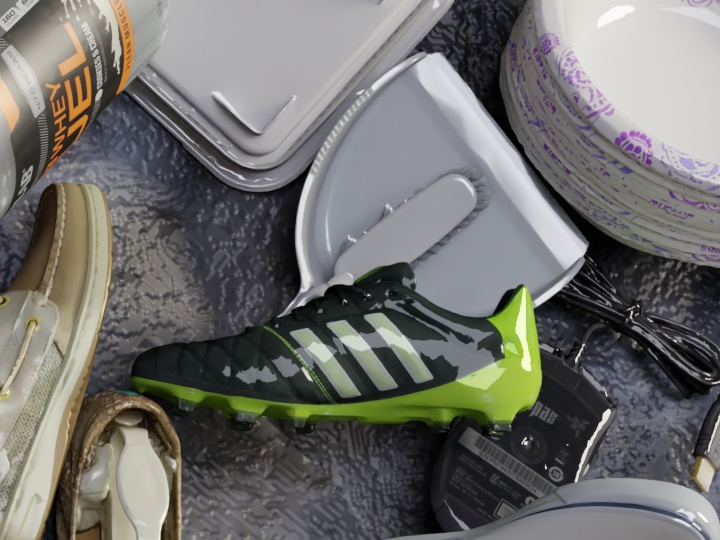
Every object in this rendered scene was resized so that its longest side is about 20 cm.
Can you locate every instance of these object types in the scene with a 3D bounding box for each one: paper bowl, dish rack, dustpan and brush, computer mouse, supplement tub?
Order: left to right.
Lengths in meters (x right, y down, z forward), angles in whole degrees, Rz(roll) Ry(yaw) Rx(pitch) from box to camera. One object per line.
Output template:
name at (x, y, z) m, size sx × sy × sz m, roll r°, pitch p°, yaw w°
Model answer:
supplement tub at (-0.183, -0.093, 1.250) m, size 0.123 × 0.123 × 0.200 m, roll 42°, pitch 47°, yaw -5°
dish rack at (-0.066, -0.157, 1.353) m, size 0.200 × 0.044 × 0.172 m, roll 42°, pitch 89°, yaw -3°
dustpan and brush at (0.000, 0.000, 1.352) m, size 0.200 × 0.057 × 0.140 m, roll -38°, pitch 91°, yaw 2°
computer mouse at (0.112, 0.090, 1.381) m, size 0.140 × 0.046 × 0.200 m, roll 31°, pitch 53°, yaw -7°
paper bowl at (0.170, -0.086, 1.410) m, size 0.200 × 0.104 × 0.201 m, roll 11°, pitch 49°, yaw -13°

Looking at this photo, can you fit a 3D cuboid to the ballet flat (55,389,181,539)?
ballet flat at (-0.110, 0.149, 1.254) m, size 0.070 × 0.065 × 0.200 m, roll 0°, pitch 73°, yaw -24°

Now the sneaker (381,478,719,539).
sneaker at (0.073, 0.155, 1.269) m, size 0.073 × 0.200 × 0.071 m, roll 61°, pitch 24°, yaw -28°

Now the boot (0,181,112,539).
boot at (-0.204, 0.034, 1.253) m, size 0.154 × 0.072 × 0.200 m, roll 18°, pitch 70°, yaw -14°

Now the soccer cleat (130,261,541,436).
soccer cleat at (-0.011, 0.037, 1.306) m, size 0.199 × 0.068 × 0.081 m, roll 2°, pitch 82°, yaw -10°
